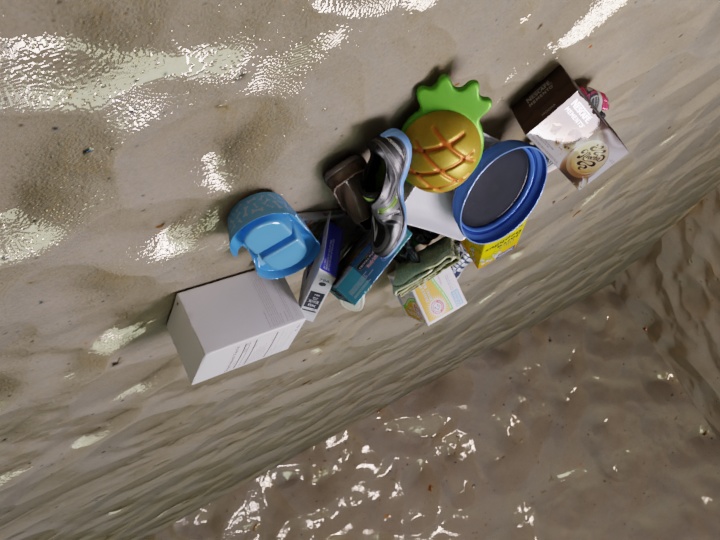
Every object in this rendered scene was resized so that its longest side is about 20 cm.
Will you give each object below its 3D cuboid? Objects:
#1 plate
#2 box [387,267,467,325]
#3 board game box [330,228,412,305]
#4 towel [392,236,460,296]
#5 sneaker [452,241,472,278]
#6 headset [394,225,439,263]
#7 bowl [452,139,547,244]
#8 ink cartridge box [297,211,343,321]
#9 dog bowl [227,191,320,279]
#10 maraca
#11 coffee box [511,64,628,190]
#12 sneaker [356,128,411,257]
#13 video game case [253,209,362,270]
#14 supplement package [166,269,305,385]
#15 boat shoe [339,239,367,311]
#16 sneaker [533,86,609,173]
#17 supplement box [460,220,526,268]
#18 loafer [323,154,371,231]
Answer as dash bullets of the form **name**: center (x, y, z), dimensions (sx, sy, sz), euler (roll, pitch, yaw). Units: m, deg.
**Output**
- **plate**: center (0.168, -0.159, 1.227), dimensions (0.197, 0.032, 0.202), euler (11, 119, -43)
- **box**: center (0.144, 0.040, 1.541), dimensions (0.100, 0.114, 0.200), euler (-28, -174, -8)
- **board game box**: center (0.005, -0.017, 1.215), dimensions (0.152, 0.047, 0.200), euler (-51, -172, -6)
- **towel**: center (0.128, -0.014, 1.371), dimensions (0.146, 0.037, 0.200), euler (-31, -172, 12)
- **sneaker**: center (0.246, -0.040, 1.676), dimensions (0.198, 0.071, 0.109), euler (-37, 167, -7)
- **headset**: center (0.109, -0.056, 1.392), dimensions (0.122, 0.095, 0.200), euler (-36, 172, 13)
- **bowl**: center (0.249, -0.142, 1.250), dimensions (0.197, 0.039, 0.204), euler (-22, 136, -22)
- **ink cartridge box**: center (-0.067, -0.002, 1.191), dimensions (0.038, 0.101, 0.201), euler (14, 147, -10)
- **dog bowl**: center (-0.135, -0.053, 1.063), dimensions (0.110, 0.050, 0.200), euler (-29, 154, 6)
- **maraca**: center (0.124, -0.201, 1.044), dimensions (0.133, 0.109, 0.203), euler (6, 136, -8)
- **coffee box**: center (0.371, -0.248, 1.226), dimensions (0.112, 0.081, 0.198), euler (-38, 133, 23)
- **sneaker**: center (0.028, -0.113, 1.050), dimensions (0.081, 0.070, 0.204), euler (-20, 128, -32)
- **video game case**: center (-0.079, -0.056, 1.221), dimensions (0.197, 0.018, 0.143), euler (-11, 152, -46)
- **supplement package**: center (-0.218, 0.092, 1.208), dimensions (0.197, 0.123, 0.120), euler (-17, 157, -34)
- **boat shoe**: center (-0.003, -0.001, 1.408), dimensions (0.204, 0.070, 0.061), euler (102, 9, -49)
- **sneaker**: center (0.378, -0.270, 1.325), dimensions (0.073, 0.082, 0.201), euler (9, 134, -34)
- **supplement box**: center (0.282, -0.106, 1.512), dimensions (0.107, 0.111, 0.201), euler (-28, 161, -6)
- **loafer**: center (0.001, -0.119, 1.107), dimensions (0.072, 0.072, 0.200), euler (-33, 161, 6)
